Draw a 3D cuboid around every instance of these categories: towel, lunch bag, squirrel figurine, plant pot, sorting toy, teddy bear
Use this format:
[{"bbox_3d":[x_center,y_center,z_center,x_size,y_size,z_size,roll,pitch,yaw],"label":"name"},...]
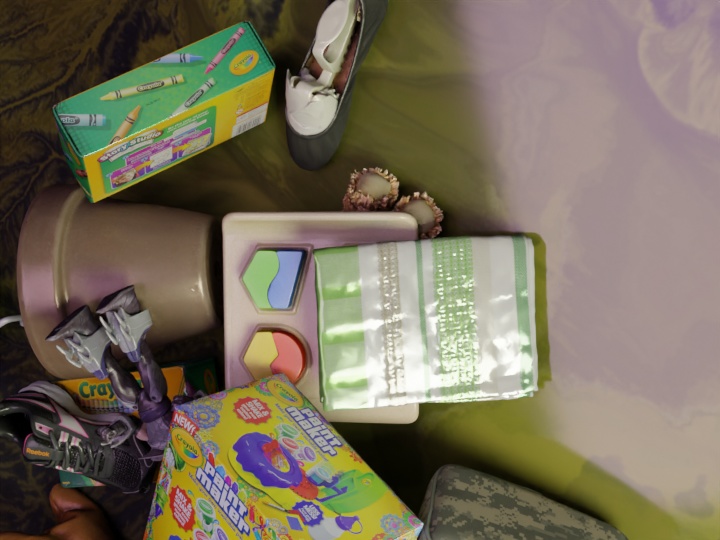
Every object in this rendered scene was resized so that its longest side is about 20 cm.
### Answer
[{"bbox_3d":[0.059,0.046,0.899,0.199,0.031,0.150,-3,93,-8],"label":"towel"},{"bbox_3d":[0.125,0.292,0.872,0.199,0.139,0.169,19,116,2],"label":"lunch bag"},{"bbox_3d":[-0.341,0.356,1.100,0.199,0.186,0.142,24,105,23],"label":"squirrel figurine"},{"bbox_3d":[-0.225,0.005,1.027,0.173,0.200,0.202,-5,93,8],"label":"plant pot"},{"bbox_3d":[-0.039,0.046,0.928,0.184,0.036,0.201,0,99,8],"label":"sorting toy"},{"bbox_3d":[0.000,0.000,0.969,0.144,0.067,0.201,14,100,8],"label":"teddy bear"}]

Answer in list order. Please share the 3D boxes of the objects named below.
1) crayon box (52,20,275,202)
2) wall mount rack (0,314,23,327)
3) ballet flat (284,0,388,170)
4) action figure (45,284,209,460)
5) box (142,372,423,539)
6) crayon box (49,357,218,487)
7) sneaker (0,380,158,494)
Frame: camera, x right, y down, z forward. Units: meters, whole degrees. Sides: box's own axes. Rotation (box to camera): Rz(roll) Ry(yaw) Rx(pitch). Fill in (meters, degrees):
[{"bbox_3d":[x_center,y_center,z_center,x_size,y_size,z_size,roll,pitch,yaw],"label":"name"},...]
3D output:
[{"bbox_3d":[-0.183,-0.148,0.954,0.199,0.119,0.058,-28,80,-17],"label":"crayon box"},{"bbox_3d":[-0.489,0.047,1.213,0.173,0.074,0.201,-31,81,22],"label":"wall mount rack"},{"bbox_3d":[-0.036,-0.192,0.960,0.068,0.068,0.201,26,106,22],"label":"ballet flat"},{"bbox_3d":[-0.203,0.118,0.946,0.130,0.069,0.201,-24,108,19],"label":"action figure"},{"bbox_3d":[-0.077,0.234,0.873,0.200,0.122,0.193,42,128,33],"label":"box"},{"bbox_3d":[-0.245,0.167,1.097,0.199,0.058,0.120,-9,91,27],"label":"crayon box"},{"bbox_3d":[-0.302,0.183,1.037,0.199,0.086,0.081,16,104,24],"label":"sneaker"}]
